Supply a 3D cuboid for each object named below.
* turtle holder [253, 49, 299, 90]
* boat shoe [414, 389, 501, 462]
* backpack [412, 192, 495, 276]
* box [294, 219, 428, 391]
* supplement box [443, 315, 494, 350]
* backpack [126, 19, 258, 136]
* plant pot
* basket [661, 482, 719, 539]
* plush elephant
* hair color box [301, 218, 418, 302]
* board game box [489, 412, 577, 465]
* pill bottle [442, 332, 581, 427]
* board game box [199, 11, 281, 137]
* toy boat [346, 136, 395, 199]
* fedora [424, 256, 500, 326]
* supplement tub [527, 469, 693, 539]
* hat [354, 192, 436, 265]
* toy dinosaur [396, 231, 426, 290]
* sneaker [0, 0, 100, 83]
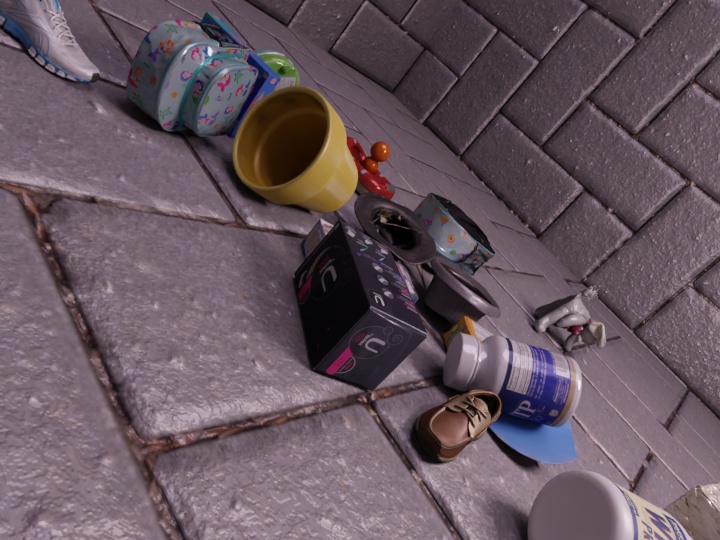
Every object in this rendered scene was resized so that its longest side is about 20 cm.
[{"bbox_3d":[-0.247,-0.460,1.342,0.132,0.185,0.141,57,-5,35],"label":"turtle holder"},{"bbox_3d":[0.145,0.207,0.784,0.076,0.074,0.200,49,23,20],"label":"boat shoe"},{"bbox_3d":[0.201,-0.082,1.314,0.200,0.153,0.176,39,16,-49],"label":"backpack"},{"bbox_3d":[-0.008,0.044,0.772,0.106,0.122,0.201,27,25,-32],"label":"box"},{"bbox_3d":[0.254,0.169,1.052,0.199,0.067,0.069,33,26,-19],"label":"supplement box"},{"bbox_3d":[-0.284,-0.318,0.930,0.150,0.178,0.200,40,25,12],"label":"backpack"},{"bbox_3d":[-0.100,-0.198,1.013,0.201,0.201,0.189,54,9,30],"label":"plant pot"},{"bbox_3d":[0.511,0.441,0.796,0.160,0.199,0.201,15,33,-40],"label":"basket"},{"bbox_3d":[0.611,0.155,1.571,0.156,0.199,0.165,60,15,-1],"label":"plush elephant"},{"bbox_3d":[0.000,0.000,0.955,0.199,0.061,0.100,27,25,-30],"label":"hair color box"},{"bbox_3d":[0.282,0.259,0.953,0.157,0.039,0.200,20,31,0],"label":"board game box"},{"bbox_3d":[0.244,0.174,0.908,0.199,0.120,0.120,17,25,-4],"label":"pill bottle"},{"bbox_3d":[-0.275,-0.392,1.113,0.200,0.152,0.045,46,23,13],"label":"board game box"},{"bbox_3d":[0.025,-0.277,1.425,0.200,0.131,0.130,48,22,17],"label":"toy boat"},{"bbox_3d":[0.191,0.057,1.115,0.176,0.091,0.200,35,13,-10],"label":"fedora"},{"bbox_3d":[0.333,0.360,0.713,0.199,0.145,0.145,32,23,-22],"label":"supplement tub"},{"bbox_3d":[0.055,-0.066,1.131,0.200,0.081,0.201,24,35,-18],"label":"hat"},{"bbox_3d":[0.103,-0.052,1.230,0.101,0.058,0.201,27,26,-35],"label":"toy dinosaur"},{"bbox_3d":[-0.471,-0.369,0.833,0.200,0.087,0.075,41,20,-4],"label":"sneaker"}]
